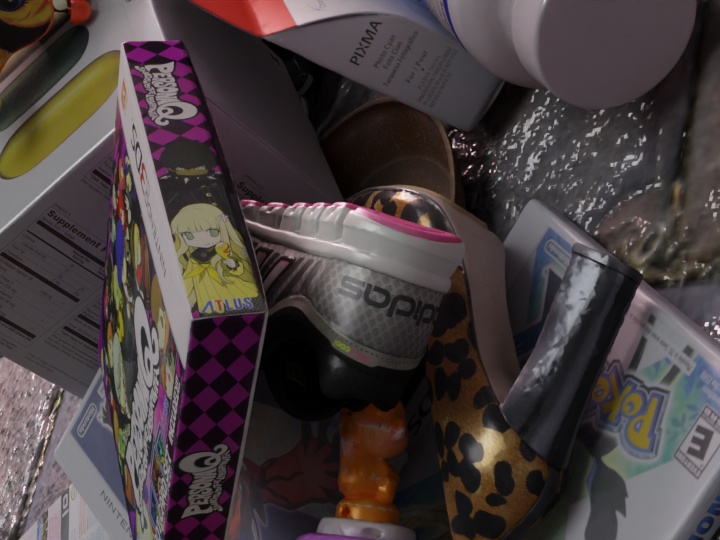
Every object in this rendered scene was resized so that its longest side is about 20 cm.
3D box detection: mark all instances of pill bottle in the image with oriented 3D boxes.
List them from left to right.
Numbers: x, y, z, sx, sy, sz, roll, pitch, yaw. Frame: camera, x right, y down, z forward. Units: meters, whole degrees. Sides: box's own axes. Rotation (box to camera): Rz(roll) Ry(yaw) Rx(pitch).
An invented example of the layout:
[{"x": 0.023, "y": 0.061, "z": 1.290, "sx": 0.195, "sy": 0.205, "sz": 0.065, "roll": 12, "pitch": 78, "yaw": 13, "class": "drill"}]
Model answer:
[{"x": 0.083, "y": -0.160, "z": 0.712, "sx": 0.112, "sy": 0.112, "sz": 0.200, "roll": -56, "pitch": 33, "yaw": 17, "class": "pill bottle"}]

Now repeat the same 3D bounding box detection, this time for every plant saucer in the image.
[{"x": 0.000, "y": 0.000, "z": 0.811, "sx": 0.200, "sy": 0.036, "sz": 0.202, "roll": -36, "pitch": 42, "yaw": 42, "class": "plant saucer"}]

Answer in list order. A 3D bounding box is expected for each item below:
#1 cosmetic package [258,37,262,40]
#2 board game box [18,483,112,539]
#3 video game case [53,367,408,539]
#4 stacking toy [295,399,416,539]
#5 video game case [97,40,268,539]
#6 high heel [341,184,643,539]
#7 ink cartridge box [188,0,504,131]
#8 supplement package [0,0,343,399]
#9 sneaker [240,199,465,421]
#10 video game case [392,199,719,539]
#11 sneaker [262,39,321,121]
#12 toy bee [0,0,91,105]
[{"x": -0.152, "y": -0.196, "z": 0.888, "sx": 0.107, "sy": 0.200, "sz": 0.090, "roll": -48, "pitch": 39, "yaw": 10, "class": "cosmetic package"}, {"x": -0.178, "y": 0.223, "z": 0.915, "sx": 0.200, "sy": 0.064, "sz": 0.148, "roll": -43, "pitch": 38, "yaw": 32, "class": "board game box"}, {"x": -0.081, "y": 0.101, "z": 0.777, "sx": 0.182, "sy": 0.023, "sz": 0.201, "roll": 48, "pitch": 124, "yaw": 24, "class": "video game case"}, {"x": -0.003, "y": 0.149, "z": 0.629, "sx": 0.116, "sy": 0.109, "sz": 0.202, "roll": -12, "pitch": 68, "yaw": 56, "class": "stacking toy"}, {"x": -0.088, "y": 0.029, "z": 0.652, "sx": 0.182, "sy": 0.036, "sz": 0.201, "roll": -110, "pitch": 25, "yaw": -43, "class": "video game case"}, {"x": 0.026, "y": 0.039, "z": 0.660, "sx": 0.199, "sy": 0.071, "sz": 0.143, "roll": 22, "pitch": 86, "yaw": 49, "class": "high heel"}, {"x": -0.029, "y": -0.161, "z": 0.786, "sx": 0.047, "sy": 0.199, "sz": 0.160, "roll": -57, "pitch": 27, "yaw": 19, "class": "ink cartridge box"}, {"x": -0.144, "y": -0.057, "z": 0.833, "sx": 0.200, "sy": 0.150, "sz": 0.152, "roll": -38, "pitch": 45, "yaw": 15, "class": "supplement package"}, {"x": -0.028, "y": 0.020, "z": 0.634, "sx": 0.200, "sy": 0.073, "sz": 0.088, "roll": 2, "pitch": 74, "yaw": 61, "class": "sneaker"}, {"x": 0.082, "y": 0.085, "z": 0.644, "sx": 0.183, "sy": 0.022, "sz": 0.200, "roll": -60, "pitch": 32, "yaw": 12, "class": "video game case"}, {"x": -0.093, "y": -0.120, "z": 0.990, "sx": 0.200, "sy": 0.075, "sz": 0.114, "roll": -31, "pitch": 44, "yaw": 41, "class": "sneaker"}, {"x": -0.205, "y": -0.131, "z": 0.767, "sx": 0.200, "sy": 0.108, "sz": 0.132, "roll": -41, "pitch": 46, "yaw": 50, "class": "toy bee"}]
